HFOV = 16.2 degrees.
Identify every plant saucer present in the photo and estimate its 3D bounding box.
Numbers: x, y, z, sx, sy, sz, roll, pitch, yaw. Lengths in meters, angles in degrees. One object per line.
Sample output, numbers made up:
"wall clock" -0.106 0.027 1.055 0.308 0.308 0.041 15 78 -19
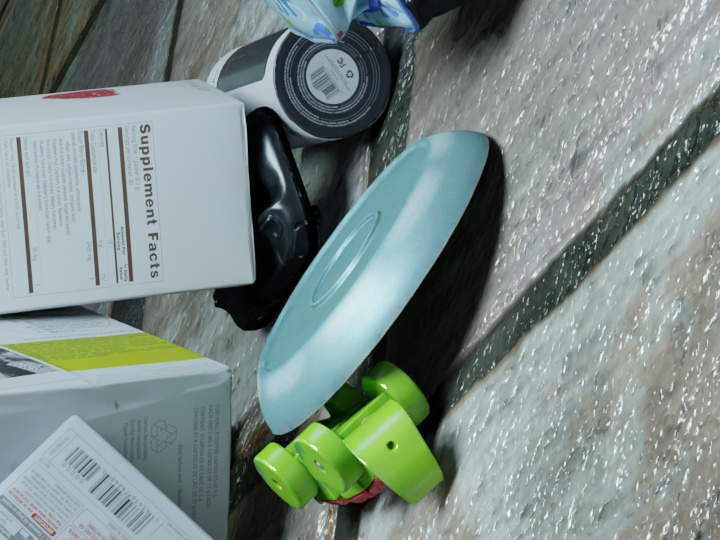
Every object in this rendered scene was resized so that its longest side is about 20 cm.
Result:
"plant saucer" 0.000 0.000 1.382 0.200 0.027 0.200 -53 10 13

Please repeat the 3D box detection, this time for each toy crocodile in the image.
"toy crocodile" -0.004 0.098 1.354 0.067 0.062 0.200 -42 4 -20

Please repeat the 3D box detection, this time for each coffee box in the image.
"coffee box" -0.214 0.140 1.507 0.197 0.199 0.201 18 109 50

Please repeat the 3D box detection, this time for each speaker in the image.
"speaker" -0.044 -0.120 1.678 0.200 0.081 0.082 180 107 -74

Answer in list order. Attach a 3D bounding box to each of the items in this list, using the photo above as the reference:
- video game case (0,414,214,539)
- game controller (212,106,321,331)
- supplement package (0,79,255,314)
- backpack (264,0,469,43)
"video game case" -0.145 0.204 1.347 0.182 0.200 0.022 -44 -13 -21
"game controller" -0.069 -0.032 1.659 0.200 0.042 0.105 128 133 -67
"supplement package" -0.178 -0.048 1.595 0.121 0.199 0.120 -148 53 -70
"backpack" -0.018 -0.230 1.413 0.147 0.200 0.183 -31 15 -7
